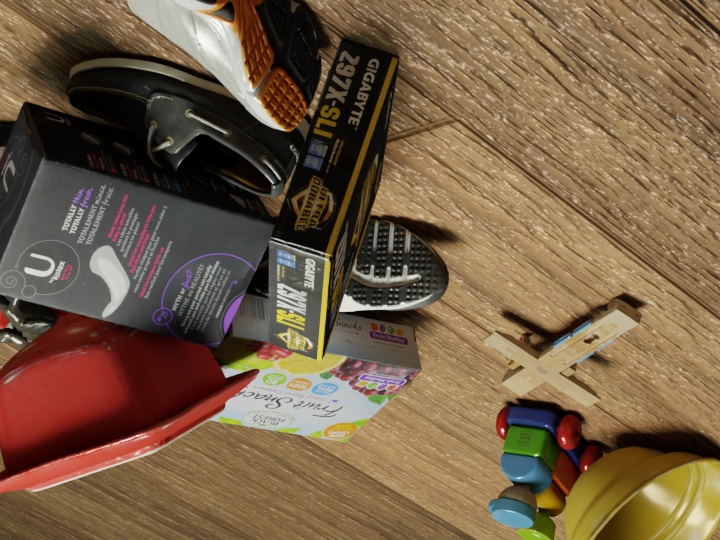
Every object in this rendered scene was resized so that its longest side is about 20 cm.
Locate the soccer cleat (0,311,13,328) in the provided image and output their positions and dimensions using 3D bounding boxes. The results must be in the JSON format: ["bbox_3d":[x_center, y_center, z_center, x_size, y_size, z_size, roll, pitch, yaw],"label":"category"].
[{"bbox_3d":[-0.341,0.010,1.677,0.200,0.069,0.085,40,-175,38],"label":"soccer cleat"}]

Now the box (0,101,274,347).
[{"bbox_3d":[-0.187,-0.034,1.348,0.198,0.123,0.106,16,-158,-29],"label":"box"}]

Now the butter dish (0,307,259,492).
[{"bbox_3d":[-0.216,0.081,1.408,0.198,0.149,0.199,-19,-176,25],"label":"butter dish"}]

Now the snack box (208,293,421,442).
[{"bbox_3d":[-0.065,0.090,1.554,0.198,0.053,0.142,12,143,-29],"label":"snack box"}]

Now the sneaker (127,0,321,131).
[{"bbox_3d":[-0.101,-0.172,1.147,0.091,0.076,0.200,10,149,40],"label":"sneaker"}]

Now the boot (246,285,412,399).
[{"bbox_3d":[-0.071,0.067,1.651,0.174,0.067,0.200,-1,150,42],"label":"boot"}]

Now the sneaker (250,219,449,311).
[{"bbox_3d":[0.000,0.000,1.456,0.199,0.074,0.080,6,169,40],"label":"sneaker"}]

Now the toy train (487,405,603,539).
[{"bbox_3d":[0.192,0.226,1.721,0.084,0.117,0.200,6,153,31],"label":"toy train"}]

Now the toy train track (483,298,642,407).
[{"bbox_3d":[0.182,0.061,1.477,0.114,0.033,0.200,32,150,-10],"label":"toy train track"}]

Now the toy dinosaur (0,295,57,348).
[{"bbox_3d":[-0.278,0.038,1.496,0.101,0.078,0.200,8,151,-8],"label":"toy dinosaur"}]

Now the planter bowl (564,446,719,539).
[{"bbox_3d":[0.260,0.234,1.666,0.084,0.200,0.201,47,177,38],"label":"planter bowl"}]

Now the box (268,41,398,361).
[{"bbox_3d":[-0.022,-0.044,1.237,0.049,0.161,0.200,18,157,4],"label":"box"}]

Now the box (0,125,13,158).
[{"bbox_3d":[-0.249,-0.031,1.522,0.147,0.108,0.200,4,153,33],"label":"box"}]

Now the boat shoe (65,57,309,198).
[{"bbox_3d":[-0.140,-0.110,1.309,0.198,0.068,0.072,18,157,11],"label":"boat shoe"}]
